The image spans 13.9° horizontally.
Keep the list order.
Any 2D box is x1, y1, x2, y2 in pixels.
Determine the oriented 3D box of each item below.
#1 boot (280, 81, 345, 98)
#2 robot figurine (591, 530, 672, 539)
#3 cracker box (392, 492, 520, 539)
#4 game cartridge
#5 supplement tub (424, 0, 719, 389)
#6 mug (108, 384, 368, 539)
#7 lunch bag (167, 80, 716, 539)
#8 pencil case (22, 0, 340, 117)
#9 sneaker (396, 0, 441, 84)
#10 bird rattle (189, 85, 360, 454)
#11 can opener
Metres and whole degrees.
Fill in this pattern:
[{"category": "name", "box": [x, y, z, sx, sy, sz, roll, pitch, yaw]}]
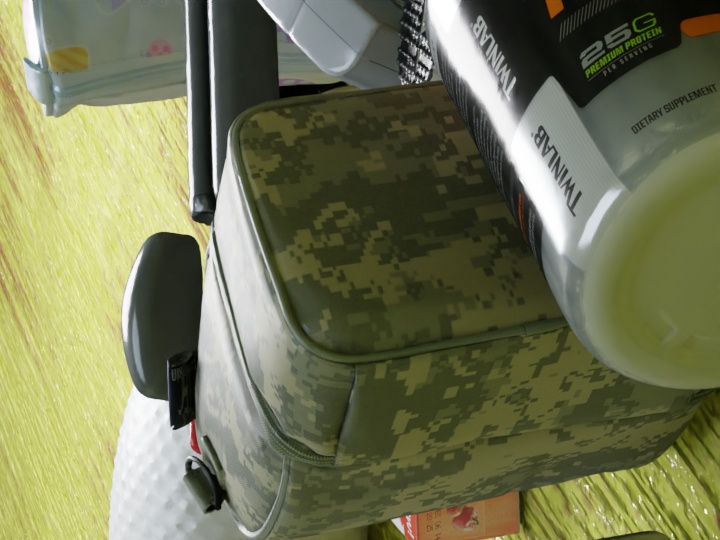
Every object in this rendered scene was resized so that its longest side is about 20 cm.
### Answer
[{"category": "boot", "box": [-0.062, -0.158, 1.640, 0.198, 0.073, 0.164, 140, 117, -71]}, {"category": "robot figurine", "box": [0.101, 0.206, 1.156, 0.169, 0.113, 0.201, -16, 81, 41]}, {"category": "cracker box", "box": [0.019, 0.038, 1.466, 0.200, 0.057, 0.135, -138, 43, -65]}, {"category": "game cartridge", "box": [0.007, -0.121, 1.294, 0.041, 0.133, 0.200, -56, 31, 16]}, {"category": "supplement tub", "box": [0.096, -0.066, 1.019, 0.201, 0.122, 0.123, -115, 23, -44]}, {"category": "mug", "box": [-0.062, 0.108, 1.678, 0.200, 0.147, 0.177, -53, -32, -68]}, {"category": "lunch bag", "box": [0.033, 0.025, 1.146, 0.168, 0.199, 0.140, 100, 154, -48]}, {"category": "pencil case", "box": [-0.066, -0.123, 1.435, 0.083, 0.199, 0.091, 98, 166, -62]}, {"category": "sneaker", "box": [0.075, -0.156, 1.163, 0.074, 0.079, 0.201, -122, 44, -68]}, {"category": "bird rattle", "box": [0.000, 0.000, 1.329, 0.199, 0.112, 0.164, -10, 77, 47]}, {"category": "can opener", "box": [-0.064, -0.042, 1.294, 0.053, 0.066, 0.201, -29, 54, 56]}]
